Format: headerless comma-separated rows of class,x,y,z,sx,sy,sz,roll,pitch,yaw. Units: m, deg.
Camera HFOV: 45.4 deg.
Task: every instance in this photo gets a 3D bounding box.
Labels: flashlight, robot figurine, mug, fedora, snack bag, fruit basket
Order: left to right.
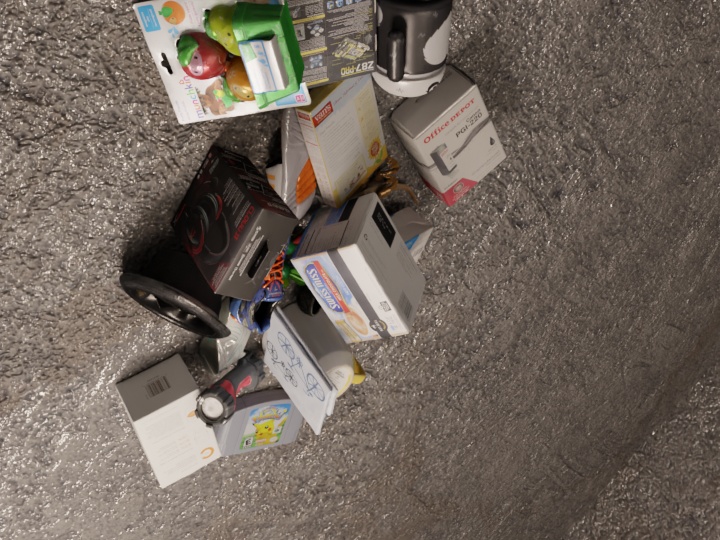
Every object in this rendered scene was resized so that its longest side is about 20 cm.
fedora,-0.274,0.027,1.346,0.201,0.198,0.093,46,62,-50
fruit basket,-0.179,-0.279,1.137,0.196,0.095,0.187,-9,133,6
flashlight,-0.222,0.211,1.514,0.068,0.068,0.200,-54,174,17
snack bag,-0.107,0.179,1.490,0.021,0.189,0.201,-28,156,-25
mug,-0.069,0.154,1.601,0.184,0.153,0.151,-13,132,-31
robot figurine,0.077,-0.360,1.288,0.148,0.125,0.203,-20,135,-25

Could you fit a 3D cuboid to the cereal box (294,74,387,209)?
cereal box,-0.026,-0.218,1.365,0.144,0.039,0.202,-47,144,-27

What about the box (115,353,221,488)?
box,-0.336,0.268,1.524,0.123,0.098,0.202,-26,137,-19

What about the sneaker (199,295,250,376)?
sneaker,-0.229,0.089,1.489,0.080,0.070,0.203,-24,142,-40

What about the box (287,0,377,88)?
box,-0.073,-0.340,1.220,0.197,0.049,0.163,-17,133,-13

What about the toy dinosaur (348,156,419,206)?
toy dinosaur,0.041,-0.149,1.515,0.197,0.061,0.106,-13,161,-33

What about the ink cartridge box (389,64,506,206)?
ink cartridge box,0.156,-0.232,1.499,0.145,0.085,0.200,-41,139,-2

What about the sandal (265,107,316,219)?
sandal,-0.114,-0.175,1.351,0.079,0.059,0.210,-33,134,-45

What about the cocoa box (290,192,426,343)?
cocoa box,0.000,0.000,1.424,0.129,0.134,0.201,-12,126,30

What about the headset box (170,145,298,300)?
headset box,-0.186,-0.066,1.274,0.074,0.200,0.150,14,117,-45

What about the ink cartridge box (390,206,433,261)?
ink cartridge box,0.046,-0.006,1.584,0.115,0.068,0.202,-29,151,-48

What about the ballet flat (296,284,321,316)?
ballet flat,-0.034,0.006,1.570,0.200,0.057,0.067,-46,140,-4

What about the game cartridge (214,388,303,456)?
game cartridge,-0.196,0.299,1.717,0.197,0.040,0.135,-5,124,-37

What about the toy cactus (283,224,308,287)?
toy cactus,-0.151,0.000,1.458,0.164,0.103,0.200,26,115,-38

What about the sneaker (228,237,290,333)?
sneaker,-0.146,0.012,1.372,0.074,0.078,0.203,-6,125,-40
